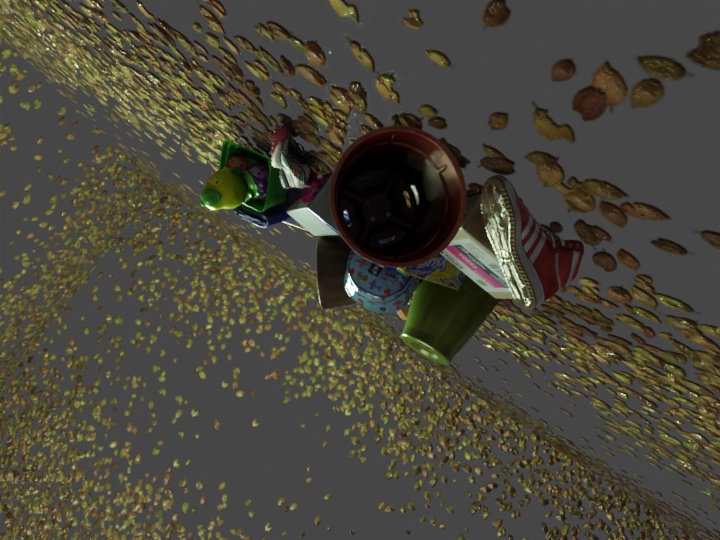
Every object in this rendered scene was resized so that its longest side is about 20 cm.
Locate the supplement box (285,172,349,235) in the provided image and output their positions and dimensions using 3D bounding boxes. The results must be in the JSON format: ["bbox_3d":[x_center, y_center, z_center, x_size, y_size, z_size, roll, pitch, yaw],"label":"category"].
[{"bbox_3d":[-0.089,-0.152,1.204,0.103,0.102,0.200,38,168,-19],"label":"supplement box"}]

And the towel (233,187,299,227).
[{"bbox_3d":[-0.226,-0.169,1.351,0.147,0.200,0.050,30,125,28],"label":"towel"}]

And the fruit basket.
[{"bbox_3d":[-0.302,-0.226,1.247,0.214,0.157,0.216,13,-162,-4],"label":"fruit basket"}]

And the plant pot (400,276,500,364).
[{"bbox_3d":[0.194,0.108,1.192,0.200,0.194,0.201,30,165,9],"label":"plant pot"}]

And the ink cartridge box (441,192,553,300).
[{"bbox_3d":[0.222,-0.034,0.860,0.200,0.075,0.165,37,168,-12],"label":"ink cartridge box"}]

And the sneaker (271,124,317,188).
[{"bbox_3d":[-0.141,-0.242,1.077,0.074,0.081,0.200,3,164,7],"label":"sneaker"}]

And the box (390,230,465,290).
[{"bbox_3d":[0.137,-0.020,0.994,0.199,0.070,0.064,16,-165,-47],"label":"box"}]

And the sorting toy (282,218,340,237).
[{"bbox_3d":[-0.111,-0.119,1.431,0.184,0.037,0.200,20,-177,14],"label":"sorting toy"}]

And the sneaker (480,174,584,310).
[{"bbox_3d":[0.252,-0.056,0.736,0.071,0.112,0.201,12,126,68],"label":"sneaker"}]

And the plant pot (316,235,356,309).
[{"bbox_3d":[0.000,0.000,1.272,0.198,0.188,0.187,-3,164,4],"label":"plant pot"}]

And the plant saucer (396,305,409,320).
[{"bbox_3d":[0.100,0.078,1.597,0.201,0.032,0.200,56,-178,-3],"label":"plant saucer"}]

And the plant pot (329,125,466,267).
[{"bbox_3d":[0.043,-0.108,0.813,0.200,0.201,0.195,36,178,-7],"label":"plant pot"}]

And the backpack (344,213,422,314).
[{"bbox_3d":[0.053,-0.017,1.102,0.182,0.201,0.135,31,169,19],"label":"backpack"}]

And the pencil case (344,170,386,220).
[{"bbox_3d":[0.005,-0.145,1.007,0.087,0.078,0.200,65,165,-5],"label":"pencil case"}]

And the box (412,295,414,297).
[{"bbox_3d":[0.225,0.082,1.448,0.199,0.042,0.119,23,164,38],"label":"box"}]

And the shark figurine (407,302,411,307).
[{"bbox_3d":[0.203,0.140,1.639,0.128,0.090,0.215,31,171,9],"label":"shark figurine"}]
